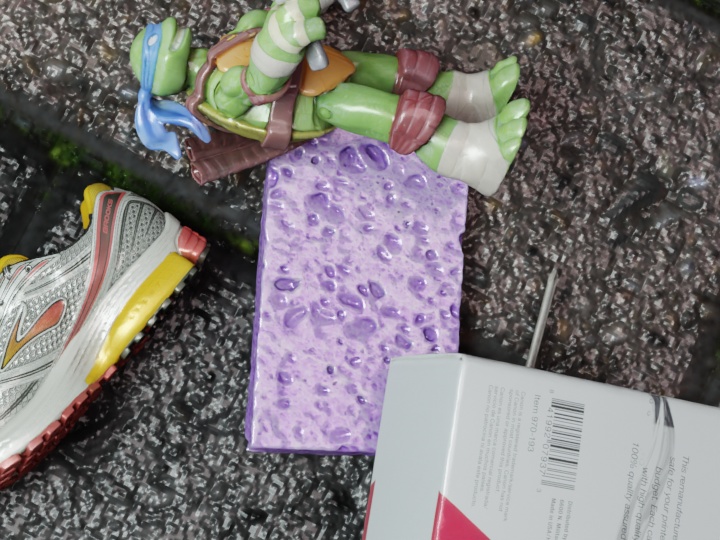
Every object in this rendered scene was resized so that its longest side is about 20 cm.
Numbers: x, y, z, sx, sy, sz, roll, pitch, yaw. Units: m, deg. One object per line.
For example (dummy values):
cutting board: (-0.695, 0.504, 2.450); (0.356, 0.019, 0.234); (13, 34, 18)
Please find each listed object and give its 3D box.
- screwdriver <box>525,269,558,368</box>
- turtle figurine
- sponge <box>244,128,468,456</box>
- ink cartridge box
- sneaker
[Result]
screwdriver: (0.079, 0.096, 1.023); (0.028, 0.029, 0.200); (17, 77, -8)
turtle figurine: (-0.006, -0.128, 0.943); (0.194, 0.144, 0.200); (18, 83, -11)
sponge: (0.000, 0.000, 1.014); (0.111, 0.030, 0.201); (5, 82, -10)
ink cartridge box: (0.109, 0.131, 0.970); (0.200, 0.083, 0.146); (13, 81, -25)
sneaker: (-0.167, 0.040, 0.961); (0.082, 0.078, 0.200); (39, 69, 0)
